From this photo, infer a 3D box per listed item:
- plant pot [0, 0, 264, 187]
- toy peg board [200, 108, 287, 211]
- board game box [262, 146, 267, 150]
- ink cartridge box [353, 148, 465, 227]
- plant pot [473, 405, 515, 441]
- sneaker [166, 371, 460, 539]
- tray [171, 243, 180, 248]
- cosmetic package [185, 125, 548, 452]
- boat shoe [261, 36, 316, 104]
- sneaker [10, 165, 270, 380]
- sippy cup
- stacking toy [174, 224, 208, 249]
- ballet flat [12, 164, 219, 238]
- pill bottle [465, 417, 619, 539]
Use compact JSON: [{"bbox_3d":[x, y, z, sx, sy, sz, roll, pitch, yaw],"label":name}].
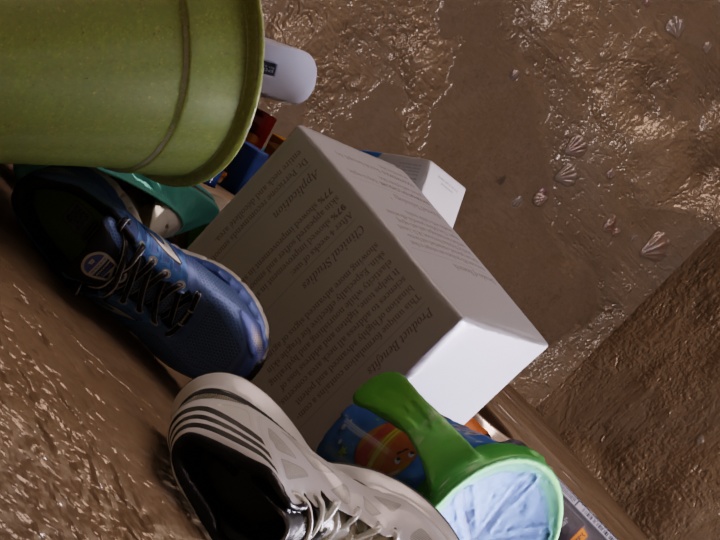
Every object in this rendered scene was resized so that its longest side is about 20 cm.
[{"bbox_3d":[-0.193,-0.139,0.870,0.190,0.200,0.200,-12,48,-42],"label":"plant pot"},{"bbox_3d":[-0.131,-0.122,1.331,0.199,0.098,0.200,33,9,34],"label":"toy peg board"},{"bbox_3d":[-0.046,-0.041,1.434,0.200,0.047,0.151,10,-68,54],"label":"board game box"},{"bbox_3d":[0.000,0.000,1.263,0.116,0.200,0.067,12,-13,37],"label":"ink cartridge box"},{"bbox_3d":[0.053,0.131,1.445,0.201,0.093,0.201,45,3,-3],"label":"plant pot"},{"bbox_3d":[-0.026,0.144,0.783,0.200,0.076,0.115,36,14,-9],"label":"sneaker"},{"bbox_3d":[-0.100,0.054,1.177,0.200,0.022,0.107,45,3,5],"label":"tray"},{"bbox_3d":[-0.005,0.031,1.086,0.200,0.167,0.166,52,16,25],"label":"cosmetic package"},{"bbox_3d":[-0.126,-0.204,1.342,0.070,0.071,0.200,19,4,37],"label":"boat shoe"},{"bbox_3d":[-0.146,0.007,0.918,0.200,0.079,0.089,37,10,8],"label":"sneaker"},{"bbox_3d":[0.038,0.149,0.935,0.139,0.178,0.130,2,20,-39],"label":"sippy cup"},{"bbox_3d":[-0.137,-0.033,1.347,0.200,0.085,0.085,40,1,36],"label":"stacking toy"},{"bbox_3d":[-0.186,-0.053,1.093,0.200,0.067,0.071,30,51,-46],"label":"ballet flat"},{"bbox_3d":[0.143,0.226,1.304,0.200,0.106,0.106,45,4,13],"label":"pill bottle"}]
